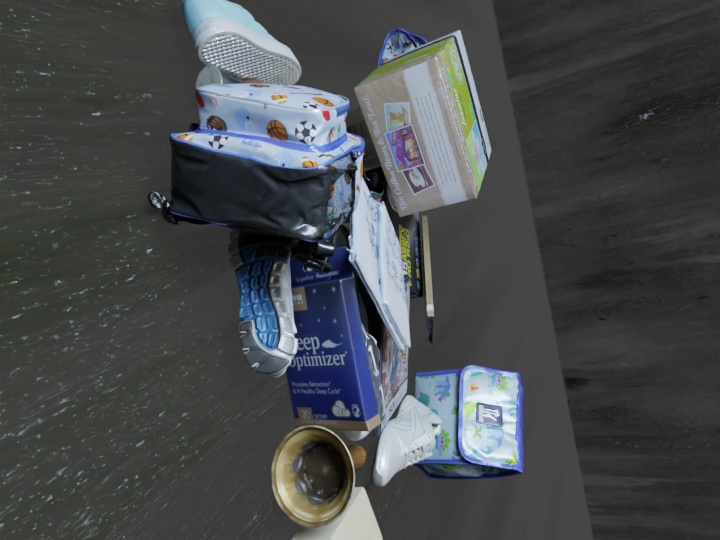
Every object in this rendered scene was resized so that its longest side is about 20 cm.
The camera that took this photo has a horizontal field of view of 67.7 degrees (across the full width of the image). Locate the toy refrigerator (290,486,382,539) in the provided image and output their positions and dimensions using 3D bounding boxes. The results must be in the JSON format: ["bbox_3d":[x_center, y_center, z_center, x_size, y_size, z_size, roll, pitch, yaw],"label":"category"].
[{"bbox_3d":[-0.050,0.343,0.607,0.199,0.068,0.078,-36,107,-61],"label":"toy refrigerator"}]

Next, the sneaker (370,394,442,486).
[{"bbox_3d":[0.076,0.268,0.844,0.200,0.078,0.073,-36,143,-58],"label":"sneaker"}]

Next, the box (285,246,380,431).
[{"bbox_3d":[-0.047,0.084,0.636,0.032,0.118,0.208,-11,91,-51],"label":"box"}]

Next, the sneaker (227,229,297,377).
[{"bbox_3d":[-0.109,0.024,0.612,0.087,0.072,0.207,99,-13,-67],"label":"sneaker"}]

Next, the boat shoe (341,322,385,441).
[{"bbox_3d":[-0.007,0.108,0.682,0.067,0.071,0.207,-20,101,-40],"label":"boat shoe"}]

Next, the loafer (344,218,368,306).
[{"bbox_3d":[0.000,0.000,0.807,0.062,0.070,0.208,-15,106,-63],"label":"loafer"}]

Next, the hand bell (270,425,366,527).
[{"bbox_3d":[-0.027,0.246,0.688,0.200,0.100,0.108,32,53,-70],"label":"hand bell"}]

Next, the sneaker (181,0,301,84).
[{"bbox_3d":[-0.134,-0.273,0.636,0.084,0.072,0.199,64,16,7],"label":"sneaker"}]

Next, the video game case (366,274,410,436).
[{"bbox_3d":[0.045,0.121,0.832,0.180,0.025,0.208,-22,115,-71],"label":"video game case"}]

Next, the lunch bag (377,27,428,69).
[{"bbox_3d":[0.115,-0.375,1.107,0.170,0.121,0.205,43,32,-50],"label":"lunch bag"}]

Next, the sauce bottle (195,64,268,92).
[{"bbox_3d":[-0.117,-0.193,0.653,0.198,0.064,0.069,5,77,-60],"label":"sauce bottle"}]

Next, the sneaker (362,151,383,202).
[{"bbox_3d":[0.005,-0.087,0.831,0.075,0.082,0.205,-52,127,-55],"label":"sneaker"}]

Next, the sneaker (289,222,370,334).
[{"bbox_3d":[-0.052,0.037,0.722,0.113,0.074,0.209,0,84,-46],"label":"sneaker"}]

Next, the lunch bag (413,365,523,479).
[{"bbox_3d":[0.193,0.273,0.960,0.128,0.194,0.175,47,43,-46],"label":"lunch bag"}]

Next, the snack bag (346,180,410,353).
[{"bbox_3d":[0.026,-0.025,0.711,0.202,0.021,0.193,61,21,-45],"label":"snack bag"}]

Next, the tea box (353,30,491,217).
[{"bbox_3d":[0.106,-0.226,0.822,0.205,0.130,0.198,66,31,-24],"label":"tea box"}]

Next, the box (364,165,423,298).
[{"bbox_3d":[0.063,-0.063,0.979,0.159,0.043,0.208,26,59,-59],"label":"box"}]

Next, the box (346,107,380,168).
[{"bbox_3d":[0.031,-0.224,0.919,0.199,0.092,0.081,-22,100,-64],"label":"box"}]

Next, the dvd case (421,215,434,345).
[{"bbox_3d":[0.129,0.022,1.043,0.150,0.015,0.206,77,11,-63],"label":"dvd case"}]

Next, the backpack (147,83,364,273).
[{"bbox_3d":[-0.082,-0.109,0.548,0.190,0.194,0.159,-40,146,-71],"label":"backpack"}]
